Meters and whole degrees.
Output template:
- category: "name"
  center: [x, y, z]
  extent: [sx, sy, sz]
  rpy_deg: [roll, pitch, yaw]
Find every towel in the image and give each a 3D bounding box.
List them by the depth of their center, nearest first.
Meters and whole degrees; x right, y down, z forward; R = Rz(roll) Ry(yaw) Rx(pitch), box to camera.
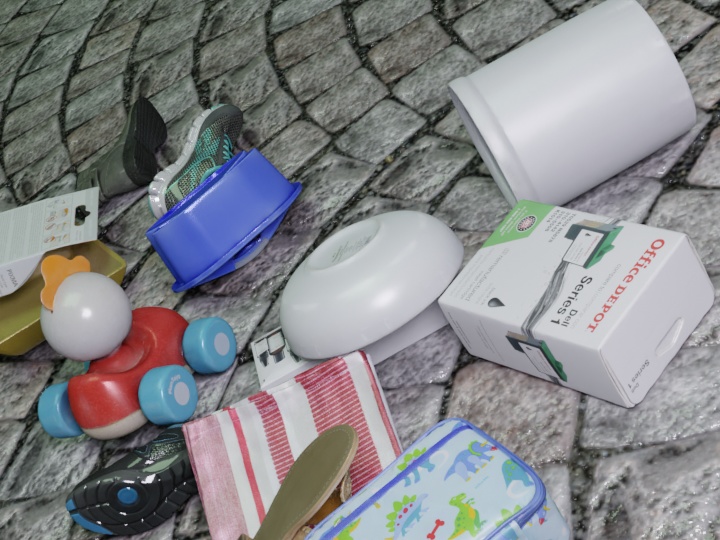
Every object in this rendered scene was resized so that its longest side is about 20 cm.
- category: "towel"
  center: [-0.063, 0.173, 1.224]
  extent: [0.200, 0.023, 0.144]
  rpy_deg: [-24, 66, 11]

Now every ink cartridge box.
- category: "ink cartridge box"
  center: [0.196, 0.024, 1.196]
  extent: [0.200, 0.084, 0.146]
  rpy_deg: [16, 58, 48]
- category: "ink cartridge box"
  center: [-0.433, -0.033, 1.718]
  extent: [0.200, 0.047, 0.160]
  rpy_deg: [-16, 31, -1]

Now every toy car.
- category: "toy car"
  center: [-0.270, 0.059, 1.406]
  extent: [0.184, 0.200, 0.177]
  rpy_deg: [-10, 27, 33]

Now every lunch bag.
- category: "lunch bag"
  center: [0.055, 0.223, 1.079]
  extent: [0.200, 0.082, 0.161]
  rpy_deg: [-38, 32, -8]

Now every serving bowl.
- category: "serving bowl"
  center: [0.000, 0.000, 1.291]
  extent: [0.200, 0.066, 0.200]
  rpy_deg: [-27, 21, 12]

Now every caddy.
- category: "caddy"
  center: [-0.159, -0.055, 1.562]
  extent: [0.200, 0.105, 0.141]
  rpy_deg: [-42, 13, -10]

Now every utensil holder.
- category: "utensil holder"
  center: [0.216, -0.164, 1.338]
  extent: [0.200, 0.170, 0.170]
  rpy_deg: [-29, 35, 2]

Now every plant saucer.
- category: "plant saucer"
  center: [-0.411, 0.031, 1.685]
  extent: [0.200, 0.048, 0.200]
  rpy_deg: [-33, 33, -19]

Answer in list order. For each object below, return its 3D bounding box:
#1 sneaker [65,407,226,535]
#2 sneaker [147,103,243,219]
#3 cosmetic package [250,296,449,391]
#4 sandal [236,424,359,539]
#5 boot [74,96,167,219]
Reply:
- category: "sneaker"
  center: [-0.200, 0.203, 1.324]
  extent: [0.200, 0.073, 0.082]
  rpy_deg: [-20, 28, 4]
- category: "sneaker"
  center: [-0.194, -0.137, 1.728]
  extent: [0.091, 0.078, 0.200]
  rpy_deg: [12, 57, 27]
- category: "cosmetic package"
  center: [-0.013, 0.063, 1.346]
  extent: [0.200, 0.051, 0.083]
  rpy_deg: [-30, 36, 6]
- category: "sandal"
  center: [-0.045, 0.228, 1.170]
  extent: [0.212, 0.070, 0.078]
  rpy_deg: [-51, 25, 15]
- category: "boot"
  center: [-0.353, -0.164, 1.883]
  extent: [0.131, 0.068, 0.200]
  rpy_deg: [-27, 34, 20]
